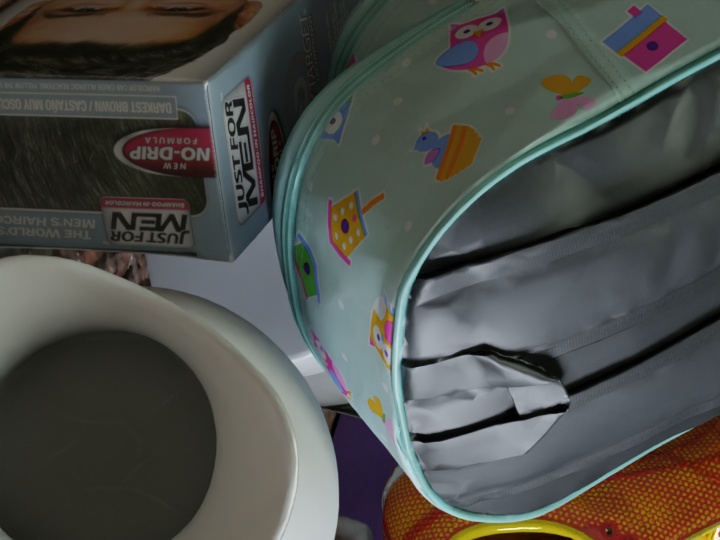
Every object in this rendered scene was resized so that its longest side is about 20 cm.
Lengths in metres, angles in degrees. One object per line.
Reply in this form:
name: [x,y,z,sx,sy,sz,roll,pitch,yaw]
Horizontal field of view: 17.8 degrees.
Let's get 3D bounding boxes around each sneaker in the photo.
sneaker: [0.109,0.094,0.835,0.073,0.199,0.077,84,-5,-45]

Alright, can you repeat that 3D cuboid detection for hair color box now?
hair color box: [-0.055,-0.071,0.768,0.200,0.099,0.061,-53,142,-59]

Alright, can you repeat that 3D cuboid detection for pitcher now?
pitcher: [-0.087,0.043,0.670,0.121,0.171,0.200,-48,170,-8]

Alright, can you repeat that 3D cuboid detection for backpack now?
backpack: [0.068,-0.024,0.726,0.200,0.153,0.176,-34,142,-18]

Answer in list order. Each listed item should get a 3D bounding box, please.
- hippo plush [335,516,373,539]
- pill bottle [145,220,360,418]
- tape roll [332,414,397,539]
hippo plush: [0.008,0.171,0.844,0.200,0.159,0.161,-23,85,-42]
pill bottle: [0.000,0.000,0.904,0.200,0.113,0.114,24,68,-69]
tape roll: [0.041,0.141,1.099,0.200,0.065,0.201,1,90,-71]
